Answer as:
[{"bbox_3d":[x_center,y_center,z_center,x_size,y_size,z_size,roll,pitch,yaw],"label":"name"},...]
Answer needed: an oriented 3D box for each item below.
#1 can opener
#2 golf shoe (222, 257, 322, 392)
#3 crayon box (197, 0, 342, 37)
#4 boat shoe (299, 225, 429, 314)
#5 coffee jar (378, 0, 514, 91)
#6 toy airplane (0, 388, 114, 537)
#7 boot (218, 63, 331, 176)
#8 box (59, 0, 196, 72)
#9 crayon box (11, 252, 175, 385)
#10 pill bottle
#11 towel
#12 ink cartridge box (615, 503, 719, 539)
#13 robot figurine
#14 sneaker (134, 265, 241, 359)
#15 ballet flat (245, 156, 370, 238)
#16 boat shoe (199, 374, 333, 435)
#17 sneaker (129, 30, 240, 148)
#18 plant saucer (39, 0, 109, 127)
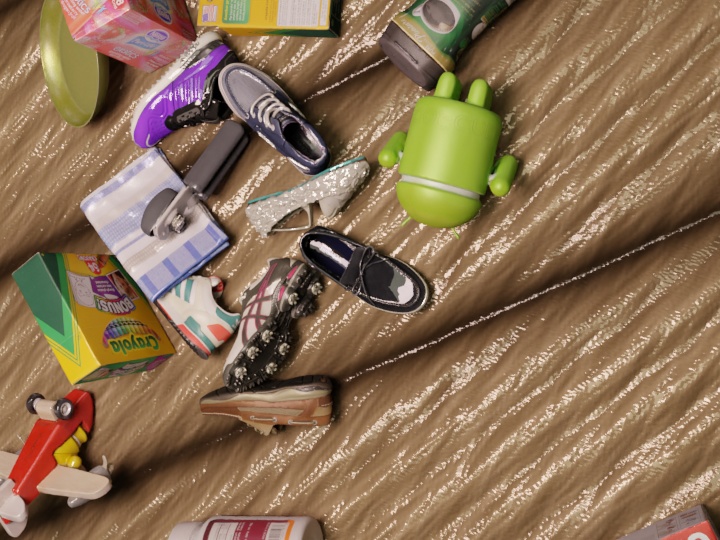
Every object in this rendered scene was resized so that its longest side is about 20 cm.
[{"bbox_3d":[-0.234,-0.128,1.252,0.066,0.053,0.200,35,80,14],"label":"can opener"},{"bbox_3d":[-0.134,0.073,1.230,0.088,0.077,0.201,22,72,36],"label":"golf shoe"},{"bbox_3d":[-0.124,-0.396,1.252,0.198,0.052,0.127,6,91,16],"label":"crayon box"},{"bbox_3d":[0.000,0.000,1.207,0.199,0.062,0.075,30,96,14],"label":"boat shoe"},{"bbox_3d":[0.119,-0.335,1.159,0.104,0.085,0.200,45,101,9],"label":"coffee jar"},{"bbox_3d":[-0.455,0.294,1.303,0.198,0.141,0.200,-34,47,2],"label":"toy airplane"},{"bbox_3d":[-0.114,-0.212,1.206,0.200,0.090,0.073,42,86,-1],"label":"boot"},{"bbox_3d":[-0.318,-0.355,1.233,0.094,0.200,0.103,-22,83,15],"label":"box"},{"bbox_3d":[-0.363,0.062,1.244,0.058,0.200,0.173,-35,80,14],"label":"crayon box"},{"bbox_3d":[-0.158,0.395,1.225,0.198,0.114,0.115,-4,88,17],"label":"pill bottle"},{"bbox_3d":[-0.296,-0.070,1.282,0.147,0.024,0.200,-38,71,-9],"label":"towel"},{"bbox_3d":[0.366,0.410,1.080,0.199,0.084,0.177,-29,82,14],"label":"ink cartridge box"},{"bbox_3d":[0.112,-0.146,1.144,0.174,0.116,0.202,14,94,12],"label":"robot figurine"},{"bbox_3d":[-0.249,0.031,1.289,0.093,0.070,0.200,-38,69,-13],"label":"sneaker"},{"bbox_3d":[-0.066,-0.095,1.228,0.199,0.072,0.072,-19,84,24],"label":"ballet flat"},{"bbox_3d":[-0.130,0.192,1.239,0.198,0.076,0.075,-7,97,22],"label":"boat shoe"},{"bbox_3d":[-0.243,-0.236,1.278,0.100,0.070,0.200,45,102,10],"label":"sneaker"},{"bbox_3d":[-0.415,-0.311,1.308,0.199,0.031,0.202,20,116,47],"label":"plant saucer"}]
